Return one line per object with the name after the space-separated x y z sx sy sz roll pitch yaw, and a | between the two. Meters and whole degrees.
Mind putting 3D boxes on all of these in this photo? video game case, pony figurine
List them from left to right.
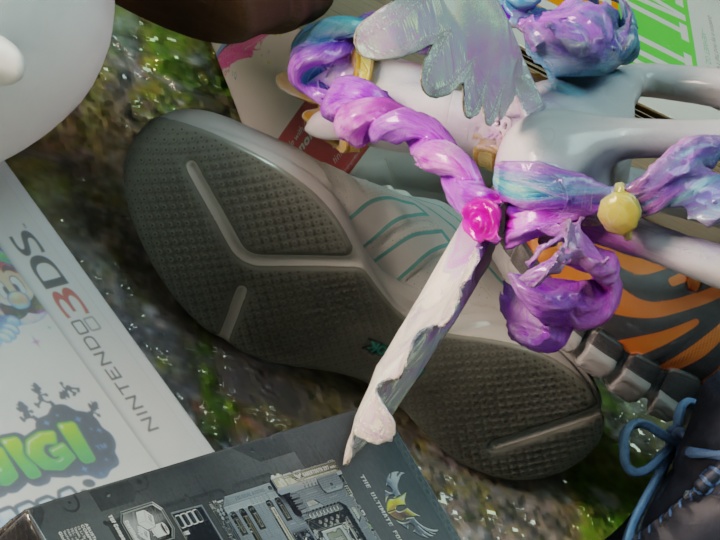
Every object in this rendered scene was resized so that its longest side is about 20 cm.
-0.149 0.038 0.814 0.200 0.024 0.182 -15 61 -48 | video game case
0.060 -0.031 0.840 0.199 0.167 0.193 10 16 4 | pony figurine

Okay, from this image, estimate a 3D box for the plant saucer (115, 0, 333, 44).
-0.097 -0.138 0.885 0.200 0.200 0.030 35 78 -4 | plant saucer

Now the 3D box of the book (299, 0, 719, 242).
0.060 -0.102 1.020 0.200 0.048 0.134 26 35 -15 | book

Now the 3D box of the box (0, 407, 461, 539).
-0.008 0.146 0.776 0.157 0.051 0.200 -15 68 -48 | box

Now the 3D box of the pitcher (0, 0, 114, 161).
-0.158 -0.077 0.788 0.200 0.122 0.171 0 24 -47 | pitcher

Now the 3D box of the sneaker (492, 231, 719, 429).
0.148 0.006 0.952 0.200 0.112 0.078 31 22 -19 | sneaker

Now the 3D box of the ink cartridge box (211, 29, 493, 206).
0.004 -0.101 1.057 0.116 0.068 0.200 6 47 -36 | ink cartridge box

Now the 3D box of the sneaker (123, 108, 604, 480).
0.000 0.000 0.954 0.200 0.070 0.080 33 30 -20 | sneaker

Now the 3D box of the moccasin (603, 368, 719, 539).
0.138 0.060 0.895 0.068 0.200 0.080 58 12 3 | moccasin
